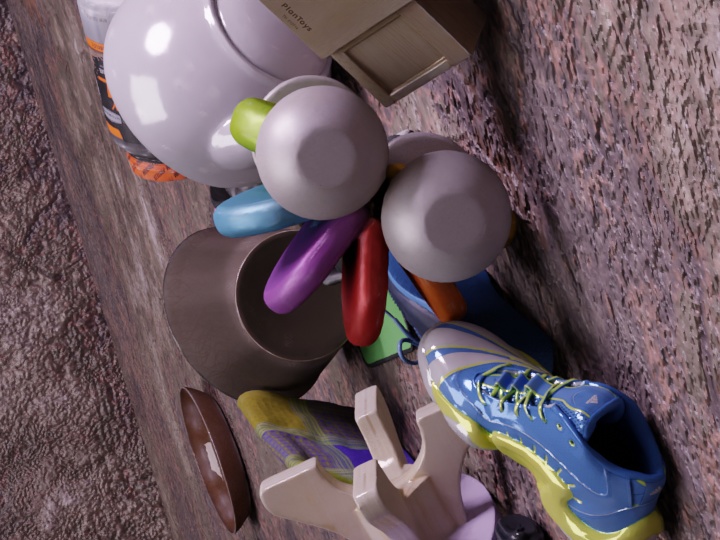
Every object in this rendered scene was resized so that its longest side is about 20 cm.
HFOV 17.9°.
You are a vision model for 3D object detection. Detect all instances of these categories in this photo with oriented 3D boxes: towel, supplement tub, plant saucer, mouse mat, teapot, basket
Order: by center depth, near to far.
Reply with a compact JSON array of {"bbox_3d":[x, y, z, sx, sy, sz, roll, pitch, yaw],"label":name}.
[{"bbox_3d":[-0.092,-0.174,1.778,0.200,0.197,0.146,51,128,1],"label":"teapot"},{"bbox_3d":[0.000,0.000,1.937,0.200,0.008,0.161,151,100,-76],"label":"mouse mat"},{"bbox_3d":[-0.017,0.152,1.963,0.200,0.143,0.023,44,118,64],"label":"towel"},{"bbox_3d":[-0.079,0.031,2.009,0.181,0.136,0.200,52,163,-4],"label":"basket"},{"bbox_3d":[-0.194,-0.194,2.194,0.123,0.122,0.201,-129,23,-55],"label":"supplement tub"},{"bbox_3d":[-0.182,0.238,2.932,0.200,0.034,0.201,160,90,-76],"label":"plant saucer"}]

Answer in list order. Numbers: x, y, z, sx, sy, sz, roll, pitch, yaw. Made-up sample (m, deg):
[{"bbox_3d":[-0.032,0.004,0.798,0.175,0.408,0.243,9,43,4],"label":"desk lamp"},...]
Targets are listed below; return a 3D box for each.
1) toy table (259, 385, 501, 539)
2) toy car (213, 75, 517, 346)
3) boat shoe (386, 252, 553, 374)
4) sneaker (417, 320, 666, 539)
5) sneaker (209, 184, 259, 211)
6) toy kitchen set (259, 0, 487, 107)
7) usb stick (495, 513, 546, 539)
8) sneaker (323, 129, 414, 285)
[{"bbox_3d":[0.030,0.174,1.736,0.117,0.183,0.200,61,178,-19],"label":"toy table"},{"bbox_3d":[-0.006,-0.032,1.483,0.150,0.200,0.175,-62,9,6],"label":"toy car"},{"bbox_3d":[0.064,0.046,1.577,0.200,0.084,0.069,-126,33,-57],"label":"boat shoe"},{"bbox_3d":[0.120,0.083,1.414,0.200,0.076,0.105,43,145,19],"label":"sneaker"},{"bbox_3d":[-0.104,-0.092,2.028,0.096,0.079,0.200,61,170,-10],"label":"sneaker"},{"bbox_3d":[0.023,-0.250,1.410,0.200,0.181,0.163,42,134,-21],"label":"toy kitchen set"},{"bbox_3d":[0.138,0.275,1.708,0.055,0.033,0.201,-146,39,-67],"label":"usb stick"},{"bbox_3d":[0.010,-0.034,1.681,0.200,0.084,0.075,103,145,-66],"label":"sneaker"}]
